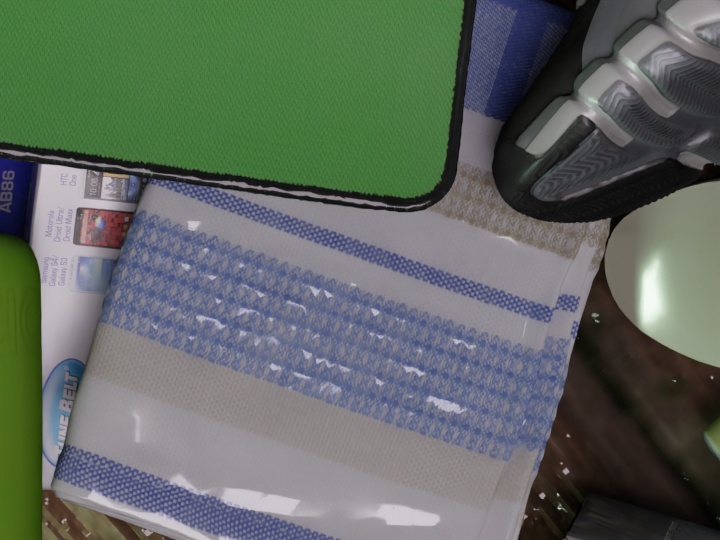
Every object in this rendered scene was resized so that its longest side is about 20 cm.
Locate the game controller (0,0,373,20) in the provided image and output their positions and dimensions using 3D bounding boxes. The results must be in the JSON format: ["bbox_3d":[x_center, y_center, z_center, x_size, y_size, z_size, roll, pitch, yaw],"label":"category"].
[{"bbox_3d":[-0.035,-0.130,0.779,0.198,0.042,0.105,-4,73,-7],"label":"game controller"}]

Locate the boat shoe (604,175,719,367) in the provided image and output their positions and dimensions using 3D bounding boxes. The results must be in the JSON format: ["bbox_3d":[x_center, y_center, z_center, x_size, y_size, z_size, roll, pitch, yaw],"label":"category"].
[{"bbox_3d":[0.179,-0.012,0.832,0.199,0.063,0.072,-7,110,24],"label":"boat shoe"}]

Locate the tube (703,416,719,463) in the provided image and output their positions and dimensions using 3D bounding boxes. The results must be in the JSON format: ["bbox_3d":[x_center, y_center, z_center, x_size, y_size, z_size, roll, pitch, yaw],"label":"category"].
[{"bbox_3d":[0.209,0.016,0.867,0.200,0.052,0.058,-39,105,5],"label":"tube"}]

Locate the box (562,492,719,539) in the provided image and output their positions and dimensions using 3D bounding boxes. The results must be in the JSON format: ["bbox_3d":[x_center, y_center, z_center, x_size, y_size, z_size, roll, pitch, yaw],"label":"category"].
[{"bbox_3d":[0.126,0.193,0.876,0.157,0.048,0.201,16,109,11],"label":"box"}]

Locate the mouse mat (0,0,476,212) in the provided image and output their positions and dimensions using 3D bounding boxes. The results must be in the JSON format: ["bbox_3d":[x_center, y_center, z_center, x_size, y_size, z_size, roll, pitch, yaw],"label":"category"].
[{"bbox_3d":[-0.039,-0.124,0.760,0.160,0.008,0.202,8,84,-6],"label":"mouse mat"}]

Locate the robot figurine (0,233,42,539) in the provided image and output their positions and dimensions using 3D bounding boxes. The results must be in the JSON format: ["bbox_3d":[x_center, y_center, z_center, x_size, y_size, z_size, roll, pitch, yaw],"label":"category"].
[{"bbox_3d":[-0.153,0.055,0.770,0.115,0.175,0.202,0,90,-22],"label":"robot figurine"}]

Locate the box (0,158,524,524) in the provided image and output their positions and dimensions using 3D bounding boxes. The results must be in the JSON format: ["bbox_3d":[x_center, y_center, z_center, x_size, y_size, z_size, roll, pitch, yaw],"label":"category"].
[{"bbox_3d":[-0.036,0.016,0.838,0.198,0.041,0.120,4,106,-12],"label":"box"}]

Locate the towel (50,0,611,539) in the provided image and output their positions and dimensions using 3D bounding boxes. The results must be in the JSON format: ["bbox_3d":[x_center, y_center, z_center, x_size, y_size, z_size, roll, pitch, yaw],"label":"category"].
[{"bbox_3d":[0.000,0.000,0.797,0.146,0.024,0.201,18,81,-7],"label":"towel"}]

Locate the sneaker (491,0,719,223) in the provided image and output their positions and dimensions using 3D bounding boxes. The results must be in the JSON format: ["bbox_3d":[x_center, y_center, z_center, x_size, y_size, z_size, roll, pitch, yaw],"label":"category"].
[{"bbox_3d":[0.104,-0.111,0.780,0.200,0.116,0.075,-39,149,14],"label":"sneaker"}]
